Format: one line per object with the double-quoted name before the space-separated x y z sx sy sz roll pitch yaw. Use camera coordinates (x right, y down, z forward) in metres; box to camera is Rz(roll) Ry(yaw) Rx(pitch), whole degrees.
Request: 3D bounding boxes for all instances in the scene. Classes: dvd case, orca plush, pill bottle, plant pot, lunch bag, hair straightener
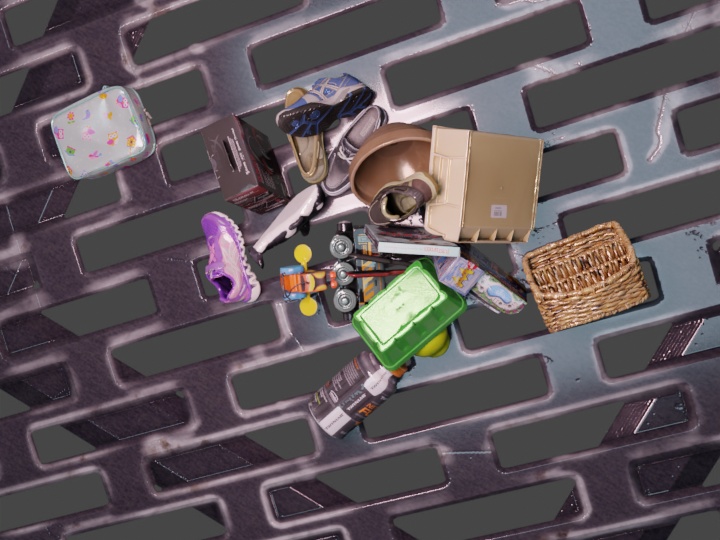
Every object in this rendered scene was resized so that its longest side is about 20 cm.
"dvd case" 0.089 -0.056 1.482 0.145 0.200 0.022 4 103 -7
"orca plush" -0.132 -0.080 1.631 0.071 0.105 0.200 38 91 -30
"pill bottle" 0.000 0.234 1.622 0.200 0.106 0.106 -43 88 12
"plant pot" 0.070 -0.213 1.544 0.200 0.201 0.093 -22 55 12
"lunch bag" -0.526 -0.287 1.678 0.199 0.077 0.161 -20 91 12
"hair straightener" 0.066 -0.026 1.570 0.199 0.041 0.078 0 98 -24

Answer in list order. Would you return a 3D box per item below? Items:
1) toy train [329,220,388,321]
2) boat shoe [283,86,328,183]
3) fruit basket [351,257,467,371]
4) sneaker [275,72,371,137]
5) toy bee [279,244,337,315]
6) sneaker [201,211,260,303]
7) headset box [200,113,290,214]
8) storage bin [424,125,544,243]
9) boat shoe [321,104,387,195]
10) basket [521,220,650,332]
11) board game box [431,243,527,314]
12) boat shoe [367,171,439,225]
"toy train" 0.000 0.000 1.613 0.113 0.085 0.202 -4 96 1
"boat shoe" -0.111 -0.271 1.593 0.073 0.063 0.202 -12 78 13
"fruit basket" 0.101 0.092 1.558 0.216 0.215 0.156 -43 71 12
"sneaker" -0.078 -0.319 1.564 0.199 0.076 0.077 -25 59 -24
"toy bee" -0.101 0.028 1.585 0.108 0.200 0.132 -5 116 -7
"sneaker" -0.278 -0.020 1.645 0.080 0.088 0.201 -22 91 44
"headset box" -0.220 -0.200 1.556 0.075 0.200 0.150 -22 80 12
"storage bin" 0.226 -0.154 1.486 0.093 0.199 0.200 15 102 51
"boat shoe" -0.017 -0.235 1.593 0.072 0.068 0.200 37 101 5
"basket" 0.411 0.011 1.502 0.199 0.143 0.150 -20 93 12
"board game box" 0.212 0.012 1.509 0.200 0.200 0.062 38 105 3
"boat shoe" 0.062 -0.122 1.477 0.066 0.200 0.072 -38 98 -32
